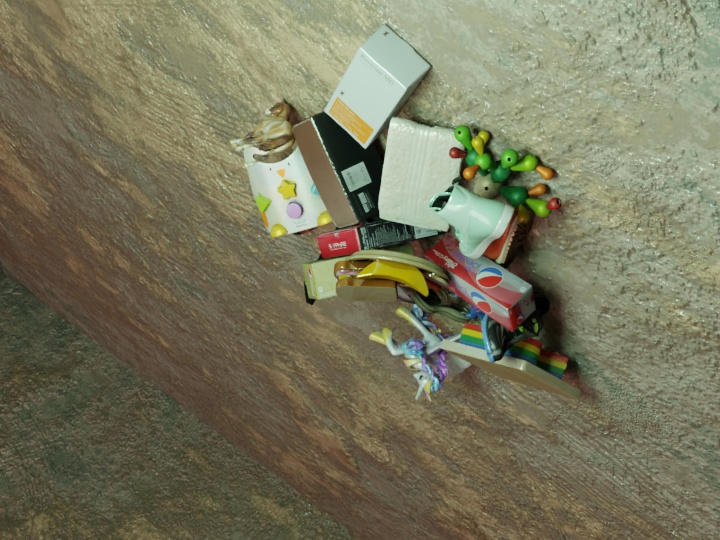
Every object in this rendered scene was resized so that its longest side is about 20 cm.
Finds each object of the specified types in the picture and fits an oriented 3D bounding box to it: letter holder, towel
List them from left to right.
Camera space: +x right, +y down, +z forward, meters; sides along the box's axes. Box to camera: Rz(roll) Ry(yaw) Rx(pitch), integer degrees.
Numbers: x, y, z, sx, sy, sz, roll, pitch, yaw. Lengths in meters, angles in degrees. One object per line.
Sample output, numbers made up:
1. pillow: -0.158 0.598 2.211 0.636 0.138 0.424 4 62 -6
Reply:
1. letter holder: -0.043 -0.184 1.700 0.142 0.101 0.200 -11 106 58
2. towel: 0.102 -0.159 1.590 0.132 0.034 0.200 13 129 5

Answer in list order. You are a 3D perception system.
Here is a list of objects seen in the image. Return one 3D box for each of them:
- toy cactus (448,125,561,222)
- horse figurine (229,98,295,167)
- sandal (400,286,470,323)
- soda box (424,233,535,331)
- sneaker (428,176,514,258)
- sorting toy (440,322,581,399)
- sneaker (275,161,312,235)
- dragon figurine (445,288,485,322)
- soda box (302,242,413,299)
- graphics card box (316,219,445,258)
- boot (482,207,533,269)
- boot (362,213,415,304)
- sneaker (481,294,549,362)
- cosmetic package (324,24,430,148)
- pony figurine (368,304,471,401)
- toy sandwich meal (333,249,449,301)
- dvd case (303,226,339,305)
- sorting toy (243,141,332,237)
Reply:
1. toy cactus: 0.216 -0.141 1.508 0.200 0.102 0.165 33 162 0
2. horse figurine: -0.166 -0.243 1.710 0.050 0.132 0.200 67 173 -26
3. sandal: 0.148 0.048 1.829 0.201 0.057 0.080 19 -161 -43
4. soda box: 0.203 0.018 1.627 0.200 0.063 0.070 35 159 37
5. sneaker: 0.162 -0.085 1.503 0.118 0.074 0.200 26 165 -1
6. sorting toy: 0.290 0.162 1.776 0.199 0.070 0.200 12 168 47
7. sneaker: -0.141 -0.155 1.972 0.200 0.079 0.096 63 -177 -55
8. dragon figurine: 0.229 0.054 1.781 0.099 0.059 0.200 -3 127 54
9. soda box: 0.000 0.000 1.744 0.064 0.200 0.068 -179 77 -71
10. graphics card box: 0.038 -0.066 1.715 0.125 0.200 0.051 -8 95 54
11. boot: 0.224 -0.062 1.617 0.107 0.075 0.200 42 154 11
12. boot: 0.070 -0.024 1.874 0.200 0.070 0.132 34 146 6
13. sneaker: 0.270 0.092 1.648 0.083 0.200 0.071 1 116 35
14. cosmetic package: 0.024 -0.295 1.543 0.101 0.071 0.200 42 152 1
15. pony figurine: 0.144 0.158 1.936 0.200 0.193 0.167 50 155 30
16. toy sandwich meal: 0.051 0.020 1.626 0.205 0.070 0.205 11 167 2
17. dvd case: -0.053 -0.036 1.838 0.018 0.200 0.143 28 165 7
18. sorting toy: -0.135 -0.171 1.802 0.200 0.107 0.180 -15 117 17
